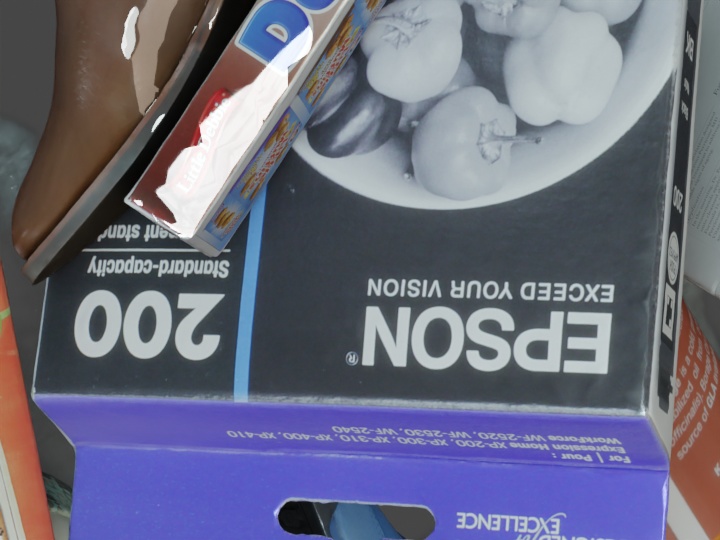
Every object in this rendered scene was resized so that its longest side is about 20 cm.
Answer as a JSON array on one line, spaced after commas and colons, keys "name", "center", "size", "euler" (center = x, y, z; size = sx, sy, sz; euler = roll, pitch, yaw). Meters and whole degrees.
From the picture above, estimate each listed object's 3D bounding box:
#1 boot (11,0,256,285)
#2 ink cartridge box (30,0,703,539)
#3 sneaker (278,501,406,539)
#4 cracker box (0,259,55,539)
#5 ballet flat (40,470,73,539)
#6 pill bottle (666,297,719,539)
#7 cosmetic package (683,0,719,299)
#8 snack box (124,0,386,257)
[{"name": "boot", "center": [-0.115, -0.122, 0.825], "size": [0.200, 0.064, 0.187], "euler": [35, 104, 4]}, {"name": "ink cartridge box", "center": [0.000, 0.000, 0.853], "size": [0.043, 0.197, 0.201], "euler": [28, 64, -65]}, {"name": "sneaker", "center": [0.019, 0.139, 1.010], "size": [0.078, 0.066, 0.201], "euler": [-30, 99, -35]}, {"name": "cracker box", "center": [-0.194, 0.076, 0.843], "size": [0.199, 0.058, 0.135], "euler": [-13, 98, -26]}, {"name": "ballet flat", "center": [-0.086, 0.125, 0.959], "size": [0.069, 0.071, 0.200], "euler": [-51, 122, -8]}, {"name": "pill bottle", "center": [0.052, 0.023, 0.964], "size": [0.112, 0.112, 0.200], "euler": [-38, 120, -8]}, {"name": "cosmetic package", "center": [0.168, -0.080, 0.959], "size": [0.051, 0.151, 0.201], "euler": [21, 99, -32]}, {"name": "snack box", "center": [0.002, -0.094, 0.811], "size": [0.024, 0.072, 0.201], "euler": [33, 89, 4]}]
